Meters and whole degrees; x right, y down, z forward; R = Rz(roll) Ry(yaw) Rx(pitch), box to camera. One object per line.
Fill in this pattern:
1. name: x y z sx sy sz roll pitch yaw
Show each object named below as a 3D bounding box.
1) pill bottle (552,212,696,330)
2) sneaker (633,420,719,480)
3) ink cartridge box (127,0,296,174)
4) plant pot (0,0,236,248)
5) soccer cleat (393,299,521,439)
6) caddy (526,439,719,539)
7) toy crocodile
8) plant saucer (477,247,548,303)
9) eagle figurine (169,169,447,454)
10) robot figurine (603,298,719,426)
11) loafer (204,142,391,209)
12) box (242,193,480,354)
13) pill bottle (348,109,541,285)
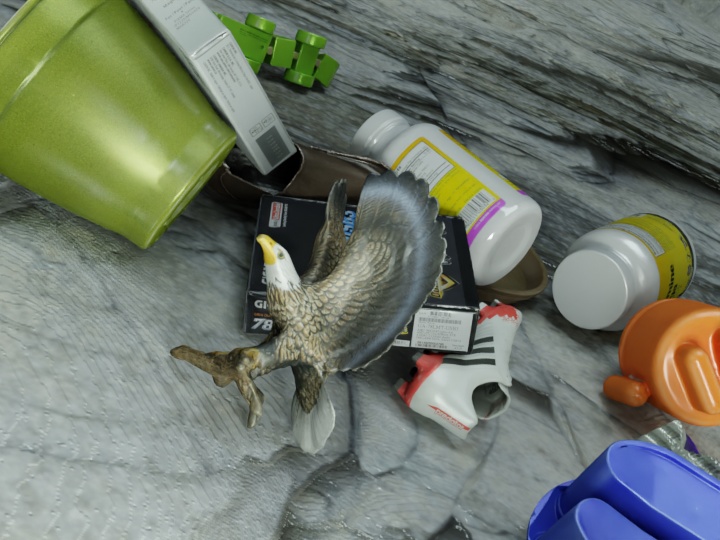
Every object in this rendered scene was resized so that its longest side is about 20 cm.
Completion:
1. pill bottle: 0.288 0.004 1.506 0.112 0.113 0.200 37 27 20
2. sneaker: 0.282 0.201 1.185 0.100 0.070 0.200 61 2 -9
3. ink cartridge box: -0.146 -0.196 1.223 0.174 0.044 0.200 50 -5 29
4. plant pot: -0.217 -0.127 1.172 0.193 0.200 0.200 39 25 -4
5. soccer cleat: 0.106 0.089 1.218 0.085 0.069 0.200 40 31 13
6. caddy: 0.224 0.225 1.033 0.200 0.105 0.141 33 47 9
7. toy crocodile: -0.108 -0.272 1.685 0.200 0.068 0.062 11 10 -36
8. plant saucer: 0.110 -0.025 1.478 0.200 0.029 0.200 23 25 -11
9. eagle figurine: -0.030 0.020 1.040 0.200 0.151 0.152 -39 62 -24
10. robot figurine: 0.324 0.087 1.340 0.117 0.144 0.200 28 0 -8
11. loafer: -0.054 -0.085 1.326 0.200 0.073 0.071 4 -12 -9
12. box: 0.000 0.000 1.229 0.198 0.050 0.200 7 26 -3
13. pill bottle: 0.081 -0.081 1.398 0.200 0.104 0.104 41 28 26
